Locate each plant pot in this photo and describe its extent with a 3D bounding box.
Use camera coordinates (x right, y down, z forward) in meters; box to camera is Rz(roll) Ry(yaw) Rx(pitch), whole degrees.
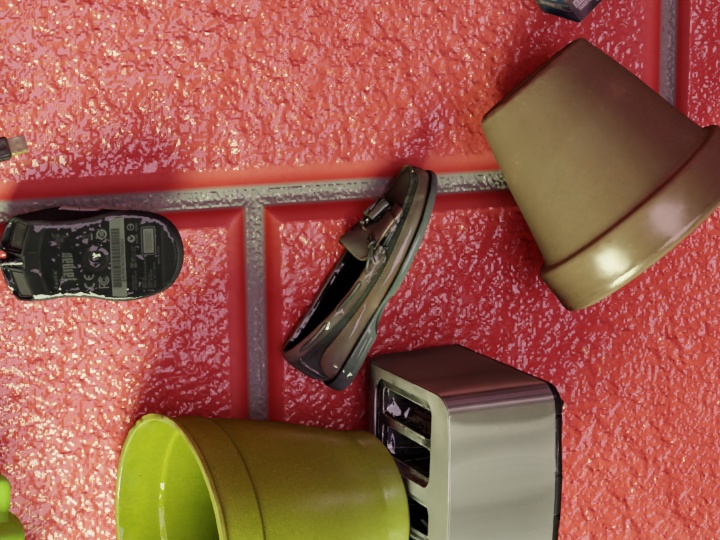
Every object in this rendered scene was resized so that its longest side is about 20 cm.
[{"bbox_3d":[0.198,-0.096,1.389,0.200,0.200,0.175,-40,93,-11],"label":"plant pot"},{"bbox_3d":[-0.071,0.205,1.330,0.191,0.200,0.203,-4,101,-32],"label":"plant pot"}]

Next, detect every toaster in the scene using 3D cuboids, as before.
[{"bbox_3d":[0.085,0.171,1.370,0.117,0.200,0.183,-4,102,-25],"label":"toaster"}]

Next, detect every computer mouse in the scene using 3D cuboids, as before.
[{"bbox_3d":[-0.241,-0.040,1.286,0.198,0.046,0.142,-8,107,-9],"label":"computer mouse"}]

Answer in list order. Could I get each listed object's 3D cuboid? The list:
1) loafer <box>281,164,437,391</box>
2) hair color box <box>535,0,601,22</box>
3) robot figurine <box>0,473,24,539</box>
[{"bbox_3d":[0.000,0.000,1.377,0.062,0.072,0.202,24,92,-18],"label":"loafer"},{"bbox_3d":[0.150,-0.313,1.366,0.100,0.060,0.200,-46,122,-7],"label":"hair color box"},{"bbox_3d":[-0.322,0.248,1.262,0.175,0.115,0.202,4,98,-53],"label":"robot figurine"}]
